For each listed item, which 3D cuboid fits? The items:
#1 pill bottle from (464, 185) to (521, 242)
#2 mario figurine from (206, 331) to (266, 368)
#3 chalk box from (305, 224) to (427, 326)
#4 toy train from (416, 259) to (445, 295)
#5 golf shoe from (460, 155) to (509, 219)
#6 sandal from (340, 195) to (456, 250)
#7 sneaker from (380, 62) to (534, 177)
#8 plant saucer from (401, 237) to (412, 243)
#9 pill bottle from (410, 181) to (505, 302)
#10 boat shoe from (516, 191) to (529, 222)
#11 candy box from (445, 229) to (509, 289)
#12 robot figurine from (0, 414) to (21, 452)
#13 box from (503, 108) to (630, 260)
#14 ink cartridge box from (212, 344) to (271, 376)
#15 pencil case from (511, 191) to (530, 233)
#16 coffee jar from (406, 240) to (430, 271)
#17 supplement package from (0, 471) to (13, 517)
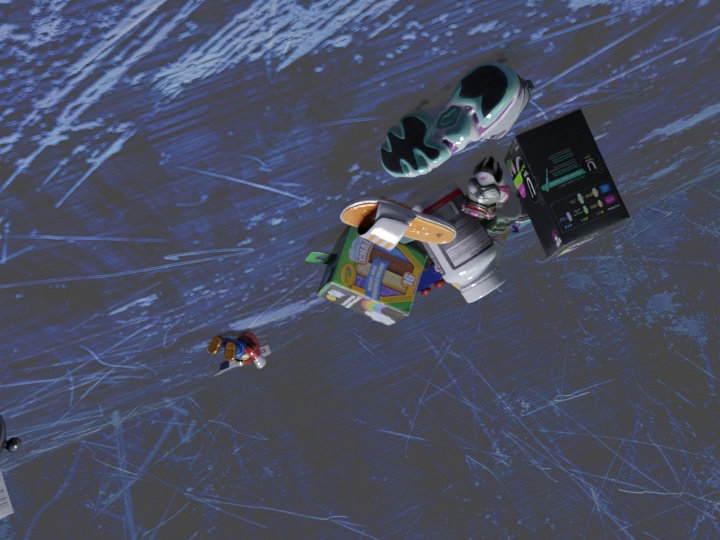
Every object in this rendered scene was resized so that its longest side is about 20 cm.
[{"bbox_3d":[0.219,-0.082,1.543,0.106,0.107,0.200,-15,155,-42],"label":"pill bottle"},{"bbox_3d":[-0.333,0.227,2.096,0.106,0.124,0.200,-37,165,10],"label":"mario figurine"},{"bbox_3d":[0.000,0.000,1.427,0.198,0.125,0.125,24,162,-10],"label":"chalk box"},{"bbox_3d":[0.243,-0.008,2.303,0.115,0.085,0.200,-29,177,-38],"label":"toy train"},{"bbox_3d":[0.228,-0.155,1.359,0.072,0.093,0.200,18,-159,9],"label":"golf shoe"},{"bbox_3d":[0.068,-0.065,1.282,0.204,0.060,0.079,12,145,-18],"label":"sandal"},{"bbox_3d":[0.129,-0.176,0.970,0.199,0.078,0.139,-28,169,32],"label":"sneaker"},{"bbox_3d":[0.120,-0.094,1.619,0.198,0.028,0.200,-22,171,-4],"label":"plant saucer"},{"bbox_3d":[0.174,-0.048,1.397,0.110,0.201,0.111,-31,-179,1],"label":"pill bottle"},{"bbox_3d":[0.402,-0.172,1.679,0.198,0.075,0.066,-31,174,18],"label":"boat shoe"},{"bbox_3d":[0.262,-0.063,1.686,0.117,0.056,0.201,-35,-154,56],"label":"candy box"},{"bbox_3d":[-0.773,0.330,1.560,0.124,0.151,0.200,-37,179,-30],"label":"robot figurine"},{"bbox_3d":[0.346,-0.141,1.329,0.123,0.202,0.149,-23,172,0],"label":"box"},{"bbox_3d":[-0.407,0.306,2.647,0.199,0.037,0.095,-20,172,-36],"label":"ink cartridge box"},{"bbox_3d":[0.424,-0.160,1.800,0.198,0.086,0.092,-21,-160,-15],"label":"pencil case"},{"bbox_3d":[0.063,-0.003,1.819,0.199,0.086,0.104,-26,171,17],"label":"coffee jar"},{"bbox_3d":[-1.141,0.651,2.277,0.151,0.202,0.150,-28,170,35],"label":"supplement package"}]
